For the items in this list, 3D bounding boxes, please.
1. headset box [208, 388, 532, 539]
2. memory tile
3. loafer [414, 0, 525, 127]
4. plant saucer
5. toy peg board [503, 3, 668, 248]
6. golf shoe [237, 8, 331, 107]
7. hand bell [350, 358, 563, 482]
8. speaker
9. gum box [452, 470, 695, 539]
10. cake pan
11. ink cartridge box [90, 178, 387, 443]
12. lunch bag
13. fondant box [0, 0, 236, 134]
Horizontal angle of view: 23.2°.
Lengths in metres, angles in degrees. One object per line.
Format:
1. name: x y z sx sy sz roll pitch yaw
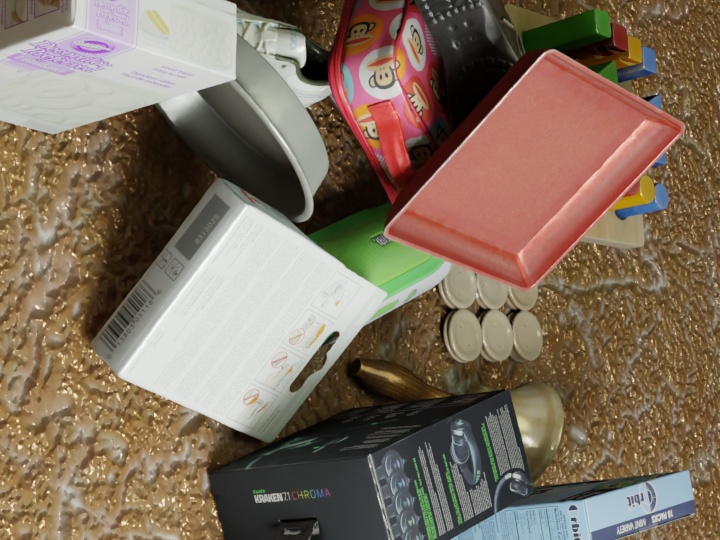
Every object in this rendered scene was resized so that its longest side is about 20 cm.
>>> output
1. headset box: 0.006 0.170 1.384 0.200 0.174 0.093 -19 96 -51
2. memory tile: 0.118 -0.011 1.681 0.153 0.017 0.200 1 80 -49
3. loafer: 0.102 -0.182 1.415 0.071 0.073 0.200 -65 141 -52
4. plant saucer: 0.136 -0.084 1.411 0.200 0.200 0.037 20 29 -46
5. toy peg board: 0.219 -0.132 1.568 0.199 0.098 0.200 7 76 -48
6. golf shoe: -0.091 -0.188 1.417 0.200 0.097 0.078 18 69 -45
7. hand bell: 0.074 0.119 1.563 0.200 0.104 0.104 23 64 -31
8. speaker: 0.000 0.000 1.488 0.200 0.088 0.089 -27 102 -49
9. gum box: 0.163 0.215 1.538 0.170 0.200 0.045 -4 84 -49
10. cake pan: -0.098 -0.121 1.316 0.037 0.200 0.200 -44 117 -17
11. ink cartridge box: -0.088 0.035 1.347 0.162 0.050 0.200 -52 144 4
12. lunch bag: 0.046 -0.133 1.454 0.176 0.082 0.200 -78 148 -43
13. fondant box: -0.204 -0.152 1.196 0.144 0.200 0.058 12 72 -47
